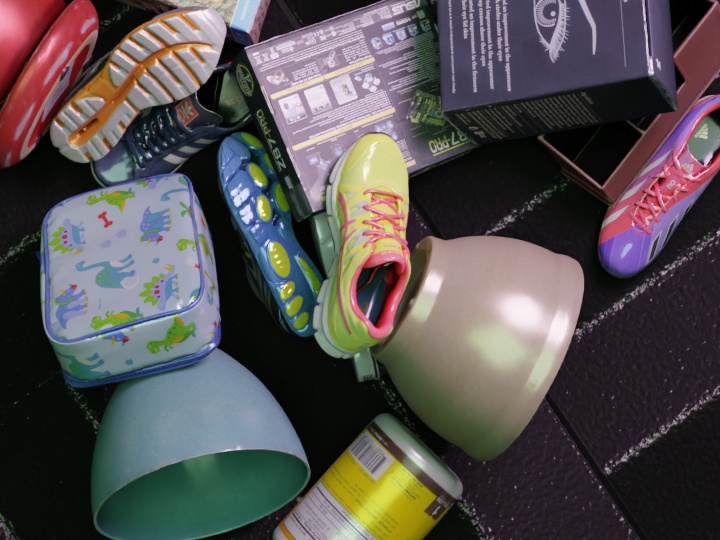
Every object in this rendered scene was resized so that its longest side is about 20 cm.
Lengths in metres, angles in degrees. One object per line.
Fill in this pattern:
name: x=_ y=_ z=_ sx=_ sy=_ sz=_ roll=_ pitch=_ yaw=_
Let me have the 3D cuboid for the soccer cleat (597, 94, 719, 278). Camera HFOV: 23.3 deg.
soccer cleat: x=0.290 y=-0.081 z=1.633 sx=0.068 sy=0.073 sz=0.201 roll=37 pitch=90 yaw=0

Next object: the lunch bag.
lunch bag: x=-0.212 y=0.007 z=1.581 sx=0.159 sy=0.201 sz=0.083 roll=-15 pitch=133 yaw=1

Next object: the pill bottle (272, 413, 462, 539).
pill bottle: x=-0.006 y=0.238 z=1.613 sx=0.109 sy=0.109 sz=0.200 roll=42 pitch=90 yaw=0

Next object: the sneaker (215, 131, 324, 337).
sneaker: x=-0.092 y=-0.030 z=1.626 sx=0.070 sy=0.082 sz=0.202 roll=-24 pitch=95 yaw=-31

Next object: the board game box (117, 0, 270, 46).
board game box: x=-0.168 y=-0.320 z=1.624 sx=0.198 sy=0.097 sz=0.161 roll=18 pitch=90 yaw=0

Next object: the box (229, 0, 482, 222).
box: x=-0.001 y=-0.155 z=1.609 sx=0.199 sy=0.049 sz=0.163 roll=-24 pitch=88 yaw=-27

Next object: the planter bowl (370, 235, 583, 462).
planter bowl: x=0.092 y=0.051 z=1.559 sx=0.134 sy=0.200 sz=0.202 roll=27 pitch=90 yaw=-10

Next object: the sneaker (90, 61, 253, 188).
sneaker: x=-0.168 y=-0.141 z=1.629 sx=0.199 sy=0.085 sz=0.075 roll=-32 pitch=90 yaw=0

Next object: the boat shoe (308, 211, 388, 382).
boat shoe: x=0.000 y=0.000 z=1.633 sx=0.067 sy=0.074 sz=0.201 roll=-17 pitch=88 yaw=-5

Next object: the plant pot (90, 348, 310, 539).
plant pot: x=-0.157 y=0.146 z=1.588 sx=0.198 sy=0.201 sz=0.136 roll=-16 pitch=64 yaw=0

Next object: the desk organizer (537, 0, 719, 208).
desk organizer: x=0.259 y=-0.168 z=1.620 sx=0.072 sy=0.077 sz=0.201 roll=38 pitch=90 yaw=35

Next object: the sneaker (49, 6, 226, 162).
sneaker: x=-0.205 y=-0.183 z=1.598 sx=0.199 sy=0.078 sz=0.078 roll=-32 pitch=115 yaw=21

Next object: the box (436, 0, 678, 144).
box: x=0.176 y=-0.210 z=1.564 sx=0.198 sy=0.104 sz=0.150 roll=-7 pitch=74 yaw=22

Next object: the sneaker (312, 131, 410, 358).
sneaker: x=0.016 y=-0.024 z=1.525 sx=0.077 sy=0.090 sz=0.203 roll=9 pitch=82 yaw=-26

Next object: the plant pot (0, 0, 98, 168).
plant pot: x=-0.350 y=-0.202 z=1.575 sx=0.182 sy=0.200 sz=0.202 roll=32 pitch=90 yaw=-4
